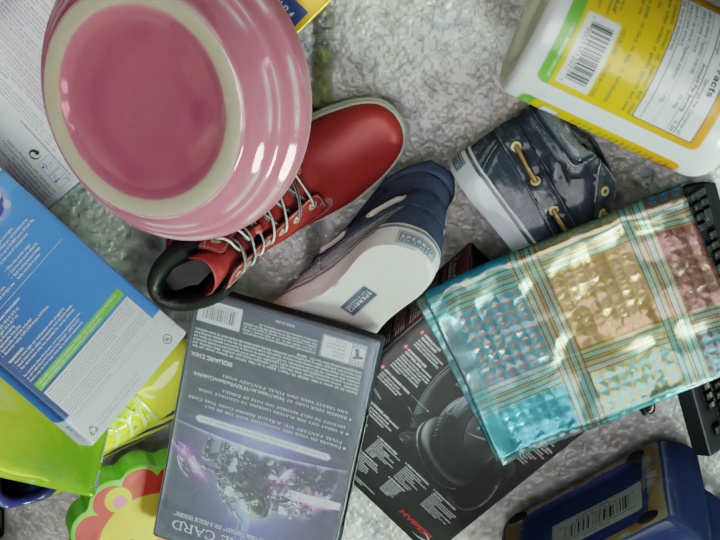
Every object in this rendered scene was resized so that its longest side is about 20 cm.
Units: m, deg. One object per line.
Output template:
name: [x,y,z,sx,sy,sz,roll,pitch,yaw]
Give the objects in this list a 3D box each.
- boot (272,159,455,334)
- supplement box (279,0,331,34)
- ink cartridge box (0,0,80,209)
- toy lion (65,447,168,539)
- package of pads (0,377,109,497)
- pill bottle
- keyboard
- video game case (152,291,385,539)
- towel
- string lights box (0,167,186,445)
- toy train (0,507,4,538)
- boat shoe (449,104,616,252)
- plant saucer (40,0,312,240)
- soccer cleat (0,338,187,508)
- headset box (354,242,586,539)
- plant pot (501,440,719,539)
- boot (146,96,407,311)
boot: [0.000,0.000,1.197,0.073,0.091,0.200,37,138,-18]
supplement box: [-0.013,-0.264,1.067,0.109,0.110,0.200,43,109,-12]
ink cartridge box: [-0.197,-0.150,1.144,0.200,0.076,0.137,-37,104,19]
toy lion: [-0.147,0.240,1.289,0.200,0.069,0.192,28,98,-25]
package of pads: [-0.269,0.065,1.166,0.199,0.068,0.155,16,80,-17]
pill bottle: [0.205,-0.131,1.101,0.199,0.111,0.111,24,111,-5]
keyboard: [0.234,0.044,1.183,0.127,0.021,0.201,-27,111,-23]
video game case: [-0.070,0.123,1.199,0.142,0.019,0.201,16,108,12]
towel: [0.156,0.041,1.138,0.199,0.022,0.147,-23,109,13]
string lights box: [-0.229,0.016,1.117,0.200,0.059,0.103,43,73,-10]
toy train: [-0.324,0.215,1.240,0.085,0.200,0.115,0,97,7]
boat shoe: [0.158,-0.027,1.168,0.091,0.071,0.200,-37,105,14]
plant saucer: [-0.129,-0.112,1.051,0.200,0.051,0.201,9,110,24]
soccer cleat: [-0.199,0.122,1.246,0.200,0.084,0.065,-32,104,15]
headset box: [0.074,0.091,1.217,0.149,0.077,0.200,43,108,-12]
plant pot: [0.209,0.252,1.211,0.200,0.200,0.180,-30,100,15]
boot: [-0.056,-0.042,1.140,0.200,0.144,0.073,-31,104,14]
